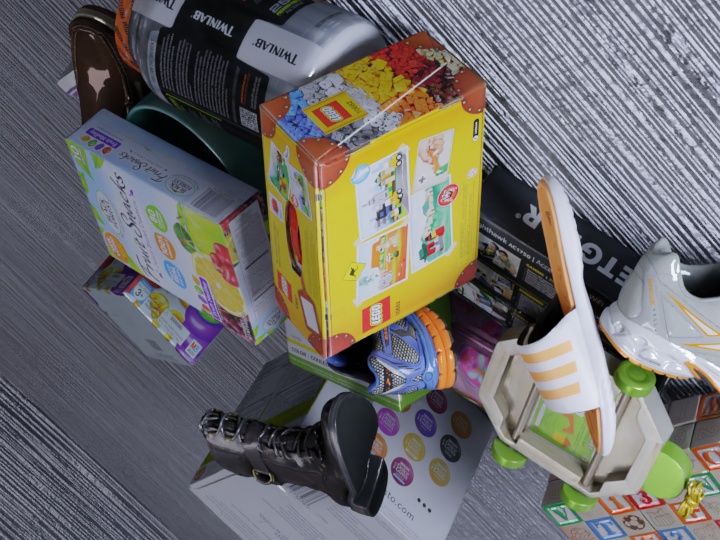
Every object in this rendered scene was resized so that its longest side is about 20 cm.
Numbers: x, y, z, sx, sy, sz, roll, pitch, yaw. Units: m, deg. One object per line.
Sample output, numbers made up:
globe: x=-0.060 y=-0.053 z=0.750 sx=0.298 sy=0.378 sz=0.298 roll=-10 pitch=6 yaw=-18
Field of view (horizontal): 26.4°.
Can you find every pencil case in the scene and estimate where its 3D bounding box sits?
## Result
pencil case: x=0.123 y=0.080 z=1.385 sx=0.199 sy=0.088 sz=0.088 roll=30 pitch=157 yaw=26

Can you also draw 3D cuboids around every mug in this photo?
mug: x=-0.122 y=-0.116 z=1.338 sx=0.184 sy=0.114 sz=0.153 roll=21 pitch=144 yaw=42

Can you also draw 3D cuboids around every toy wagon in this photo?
toy wagon: x=0.188 y=0.126 z=1.230 sx=0.199 sy=0.040 sz=0.156 roll=31 pitch=134 yaw=16

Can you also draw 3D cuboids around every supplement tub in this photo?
supplement tub: x=-0.087 y=-0.167 z=1.186 sx=0.199 sy=0.123 sz=0.123 roll=27 pitch=156 yaw=27

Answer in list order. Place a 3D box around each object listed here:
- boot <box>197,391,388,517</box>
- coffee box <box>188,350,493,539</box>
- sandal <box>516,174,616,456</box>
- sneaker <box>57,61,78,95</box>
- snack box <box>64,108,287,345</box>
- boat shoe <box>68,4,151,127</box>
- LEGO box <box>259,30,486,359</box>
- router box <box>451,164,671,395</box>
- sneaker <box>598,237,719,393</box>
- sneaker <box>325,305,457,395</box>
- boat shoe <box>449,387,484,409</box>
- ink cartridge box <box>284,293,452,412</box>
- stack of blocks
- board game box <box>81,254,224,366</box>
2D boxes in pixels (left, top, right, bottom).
boot: x=-0.070 y=0.160 z=1.404 sx=0.172 sy=0.070 sz=0.201 roll=13 pitch=148 yaw=17
coffee box: x=-0.017 y=0.195 z=1.615 sx=0.200 sy=0.198 sz=0.199 roll=45 pitch=136 yaw=-14
sandal: x=0.140 y=0.036 z=1.131 sx=0.079 sy=0.059 sz=0.209 roll=-111 pitch=8 yaw=-87
sneaker: x=-0.211 y=-0.173 z=1.450 sx=0.114 sy=0.073 sz=0.200 roll=44 pitch=158 yaw=-22
snack box: x=-0.153 y=-0.038 z=1.301 sx=0.199 sy=0.053 sz=0.143 roll=29 pitch=147 yaw=34
boat shoe: x=-0.217 y=-0.141 z=1.363 sx=0.074 sy=0.075 sz=0.203 roll=13 pitch=147 yaw=22
LEGO box: x=0.011 y=-0.053 z=1.140 sx=0.077 sy=0.148 sz=0.201 roll=45 pitch=151 yaw=36
router box: x=0.170 y=0.020 z=1.233 sx=0.199 sy=0.051 sz=0.150 roll=34 pitch=156 yaw=14
sneaker: x=0.275 y=0.044 z=1.088 sx=0.198 sy=0.093 sz=0.076 roll=21 pitch=-157 yaw=-5
sneaker: x=-0.006 y=0.041 z=1.238 sx=0.199 sy=0.078 sz=0.076 roll=30 pitch=129 yaw=51
boat shoe: x=0.069 y=0.063 z=1.493 sx=0.200 sy=0.064 sz=0.073 roll=33 pitch=-175 yaw=32
ink cartridge box: x=0.000 y=0.000 z=1.340 sx=0.147 sy=0.075 sz=0.202 roll=20 pitch=127 yaw=41
stack of blocks: x=0.254 y=0.179 z=1.307 sx=0.199 sy=0.059 sz=0.115 roll=-20 pitch=122 yaw=40
board game box: x=-0.152 y=-0.021 z=1.473 sx=0.103 sy=0.200 sz=0.104 roll=49 pitch=157 yaw=-25
